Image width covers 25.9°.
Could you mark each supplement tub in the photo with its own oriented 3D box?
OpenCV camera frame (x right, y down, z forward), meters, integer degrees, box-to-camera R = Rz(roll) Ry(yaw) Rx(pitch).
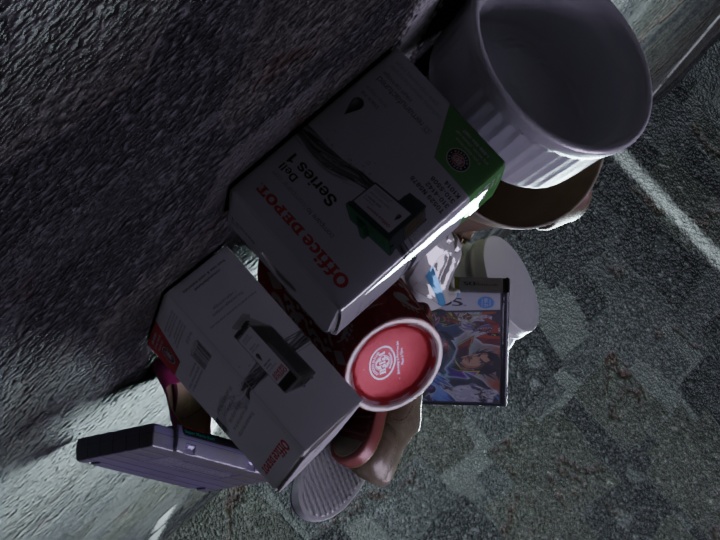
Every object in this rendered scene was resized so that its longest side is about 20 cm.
[{"bbox_3d":[0.100,0.053,1.877,0.199,0.146,0.144,-26,-178,29],"label":"supplement tub"}]

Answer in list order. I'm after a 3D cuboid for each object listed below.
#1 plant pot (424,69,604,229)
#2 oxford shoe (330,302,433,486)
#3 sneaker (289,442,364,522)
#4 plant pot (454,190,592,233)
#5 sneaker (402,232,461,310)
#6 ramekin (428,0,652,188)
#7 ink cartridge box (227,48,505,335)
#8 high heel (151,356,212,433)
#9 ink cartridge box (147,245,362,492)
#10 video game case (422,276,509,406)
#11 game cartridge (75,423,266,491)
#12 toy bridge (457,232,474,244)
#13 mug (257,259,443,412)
[{"bbox_3d":[0.128,-0.138,1.561,0.200,0.201,0.134,-40,-166,-19],"label":"plant pot"},{"bbox_3d":[0.034,0.127,1.607,0.070,0.075,0.201,-3,-128,46],"label":"oxford shoe"},{"bbox_3d":[-0.039,0.185,1.638,0.114,0.073,0.202,-28,-153,47],"label":"sneaker"},{"bbox_3d":[0.132,-0.123,1.717,0.173,0.202,0.200,-20,166,-17],"label":"plant pot"},{"bbox_3d":[0.060,-0.042,1.634,0.080,0.077,0.202,-15,132,-9],"label":"sneaker"},{"bbox_3d":[0.157,-0.174,1.415,0.200,0.201,0.098,-37,179,-41],"label":"ramekin"},{"bbox_3d":[0.003,-0.067,1.349,0.200,0.146,0.084,-42,172,-15],"label":"ink cartridge box"},{"bbox_3d":[-0.179,0.135,1.696,0.067,0.097,0.200,-25,170,-11],"label":"high heel"},{"bbox_3d":[-0.104,0.097,1.499,0.083,0.200,0.147,-39,173,-25],"label":"ink cartridge box"},{"bbox_3d":[0.080,0.083,1.787,0.201,0.178,0.026,86,7,-45],"label":"video game case"},{"bbox_3d":[-0.197,0.206,1.723,0.129,0.039,0.199,-19,152,35],"label":"game cartridge"},{"bbox_3d":[0.092,-0.067,1.889,0.068,0.027,0.200,-61,-158,11],"label":"toy bridge"},{"bbox_3d":[-0.019,0.030,1.550,0.133,0.200,0.178,-42,130,4],"label":"mug"}]
